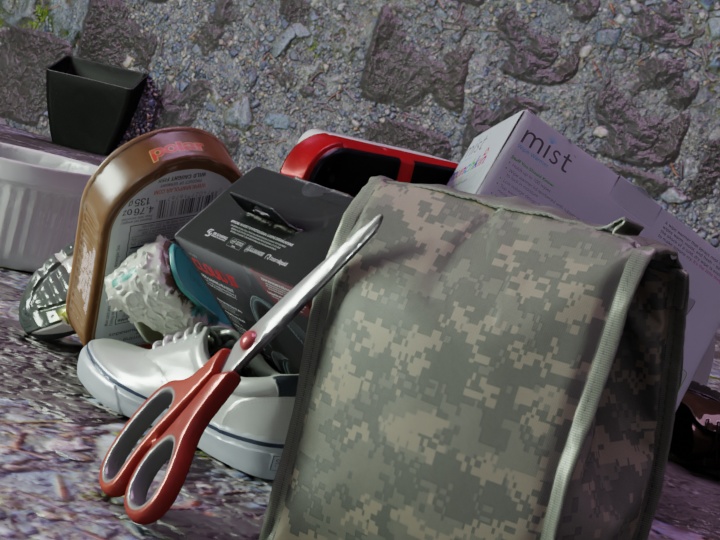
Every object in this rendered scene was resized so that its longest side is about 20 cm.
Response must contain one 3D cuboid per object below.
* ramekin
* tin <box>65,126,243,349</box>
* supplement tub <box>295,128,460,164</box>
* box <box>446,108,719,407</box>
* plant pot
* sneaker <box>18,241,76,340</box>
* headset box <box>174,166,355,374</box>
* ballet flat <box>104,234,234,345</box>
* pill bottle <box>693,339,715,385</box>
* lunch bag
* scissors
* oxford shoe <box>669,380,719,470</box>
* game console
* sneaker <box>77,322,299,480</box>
[{"bbox_3d":[-0.347,-0.066,1.387,0.200,0.105,0.200,13,5,-1],"label":"ramekin"},{"bbox_3d":[-0.141,-0.009,0.960,0.112,0.200,0.042,-9,47,-27],"label":"tin"},{"bbox_3d":[0.000,0.000,1.092,0.144,0.200,0.144,13,6,-1],"label":"supplement tub"},{"bbox_3d":[0.133,0.021,0.958,0.200,0.177,0.097,33,-17,-11],"label":"box"},{"bbox_3d":[-0.621,-0.378,3.235,0.200,0.178,0.200,12,18,-2],"label":"plant pot"},{"bbox_3d":[-0.157,0.011,1.052,0.085,0.200,0.075,68,-3,-50],"label":"sneaker"},{"bbox_3d":[-0.015,0.031,0.842,0.149,0.077,0.200,22,-31,52],"label":"headset box"},{"bbox_3d":[-0.108,0.041,0.966,0.072,0.072,0.200,18,-18,38],"label":"ballet flat"},{"bbox_3d":[0.238,0.075,1.367,0.200,0.111,0.111,17,7,25],"label":"pill bottle"},{"bbox_3d":[0.059,0.061,0.666,0.164,0.200,0.118,17,7,36],"label":"lunch bag"},{"bbox_3d":[-0.063,0.040,0.682,0.014,0.200,0.073,33,7,-30],"label":"scissors"},{"bbox_3d":[0.310,0.144,1.141,0.200,0.073,0.084,10,14,39],"label":"oxford shoe"},{"bbox_3d":[-0.002,0.012,0.977,0.031,0.200,0.177,20,9,41],"label":"game console"},{"bbox_3d":[-0.100,0.066,0.872,0.200,0.071,0.073,18,7,37],"label":"sneaker"}]
